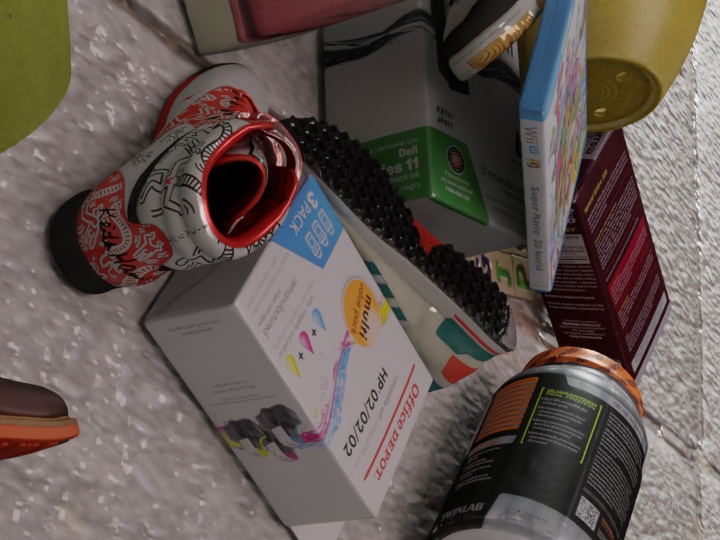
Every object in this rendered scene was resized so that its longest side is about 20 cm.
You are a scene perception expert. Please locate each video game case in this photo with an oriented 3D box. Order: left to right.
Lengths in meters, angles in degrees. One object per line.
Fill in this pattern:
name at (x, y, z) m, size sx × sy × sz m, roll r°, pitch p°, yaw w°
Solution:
video game case at (0.130, -0.098, 0.901) m, size 0.201 × 0.018 × 0.144 m, roll 75°, pitch 28°, yaw -56°

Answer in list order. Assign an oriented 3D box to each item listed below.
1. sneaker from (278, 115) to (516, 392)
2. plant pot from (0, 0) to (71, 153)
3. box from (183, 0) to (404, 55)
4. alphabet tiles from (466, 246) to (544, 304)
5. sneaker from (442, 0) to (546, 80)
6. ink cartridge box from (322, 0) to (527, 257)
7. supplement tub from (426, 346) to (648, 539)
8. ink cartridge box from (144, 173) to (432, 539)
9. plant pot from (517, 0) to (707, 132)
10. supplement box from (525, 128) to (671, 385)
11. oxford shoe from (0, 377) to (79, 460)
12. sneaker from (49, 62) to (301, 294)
sneaker at (0.000, 0.000, 0.830) m, size 0.200 × 0.093 × 0.071 m, roll 43°, pitch 28°, yaw -15°
plant pot at (-0.191, -0.141, 0.513) m, size 0.188 × 0.185 × 0.201 m, roll -67°, pitch 149°, yaw -42°
box at (0.002, -0.206, 0.783) m, size 0.128 × 0.199 × 0.110 m, roll -27°, pitch 103°, yaw -55°
alphabet tiles at (0.104, -0.080, 1.082) m, size 0.167 × 0.007 × 0.202 m, roll 12°, pitch 71°, yaw -55°
sneaker at (0.076, -0.202, 0.881) m, size 0.088 × 0.075 × 0.201 m, roll 43°, pitch 41°, yaw -19°
ink cartridge box at (0.045, -0.121, 0.933) m, size 0.146 × 0.082 × 0.202 m, roll 18°, pitch 65°, yaw -55°
supplement tub at (0.127, 0.150, 0.939) m, size 0.123 × 0.122 × 0.200 m, roll 62°, pitch 37°, yaw -24°
ink cartridge box at (-0.025, 0.062, 0.779) m, size 0.201 × 0.067 × 0.115 m, roll 59°, pitch 37°, yaw -28°
plant pot at (0.176, -0.192, 1.040) m, size 0.200 × 0.199 × 0.143 m, roll 35°, pitch 48°, yaw -47°
supplement box at (0.190, -0.010, 1.109) m, size 0.109 × 0.060 × 0.201 m, roll -55°, pitch 135°, yaw -39°
oxford shoe at (-0.189, 0.034, 0.535) m, size 0.199 × 0.071 × 0.073 m, roll 23°, pitch 56°, yaw -52°
sneaker at (-0.067, -0.059, 0.716) m, size 0.068 × 0.107 × 0.202 m, roll 64°, pitch 35°, yaw -21°
